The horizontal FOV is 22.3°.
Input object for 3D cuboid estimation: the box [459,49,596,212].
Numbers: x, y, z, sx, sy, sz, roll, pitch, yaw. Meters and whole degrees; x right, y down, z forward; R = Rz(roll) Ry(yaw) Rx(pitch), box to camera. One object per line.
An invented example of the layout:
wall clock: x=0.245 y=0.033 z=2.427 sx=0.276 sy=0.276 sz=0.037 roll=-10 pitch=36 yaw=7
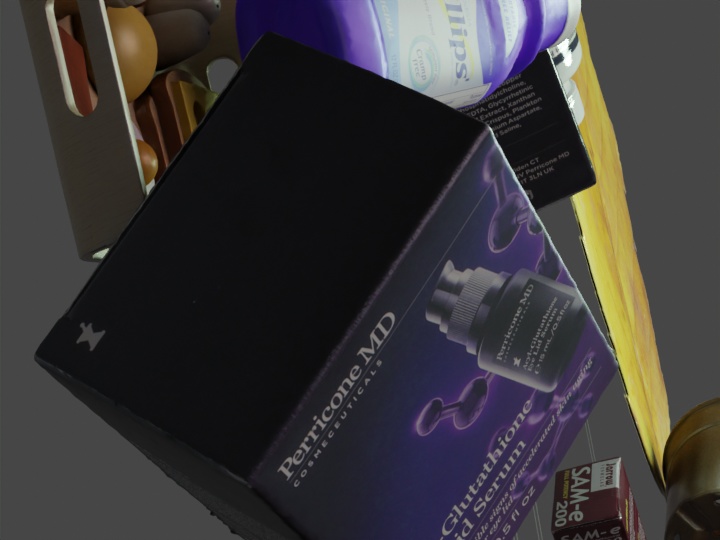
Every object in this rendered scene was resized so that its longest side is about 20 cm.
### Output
box: x=0.028 y=-0.149 z=1.025 sx=0.197 sy=0.117 sz=0.200 roll=-110 pitch=174 yaw=-50

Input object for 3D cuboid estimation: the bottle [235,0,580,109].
bottle: x=0.030 y=-0.112 z=0.830 sx=0.200 sy=0.065 sz=0.084 roll=-18 pitch=96 yaw=-50

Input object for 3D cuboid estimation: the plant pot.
plant pot: x=0.437 y=0.275 z=2.119 sx=0.198 sy=0.200 sz=0.200 roll=-51 pitch=125 yaw=-62

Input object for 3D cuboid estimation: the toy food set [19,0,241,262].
toy food set: x=-0.075 y=-0.078 z=0.745 sx=0.200 sy=0.060 sz=0.144 roll=5 pitch=70 yaw=-75

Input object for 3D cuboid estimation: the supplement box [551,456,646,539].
supplement box: x=0.212 y=0.266 z=1.485 sx=0.109 sy=0.061 sz=0.200 roll=-69 pitch=142 yaw=-69

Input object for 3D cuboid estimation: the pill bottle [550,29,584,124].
pill bottle: x=0.121 y=-0.207 z=1.532 sx=0.111 sy=0.111 sz=0.200 roll=-80 pitch=152 yaw=-60

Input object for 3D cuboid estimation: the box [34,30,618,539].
box: x=-0.003 y=0.034 z=0.683 sx=0.148 sy=0.104 sz=0.200 roll=-56 pitch=148 yaw=-12
